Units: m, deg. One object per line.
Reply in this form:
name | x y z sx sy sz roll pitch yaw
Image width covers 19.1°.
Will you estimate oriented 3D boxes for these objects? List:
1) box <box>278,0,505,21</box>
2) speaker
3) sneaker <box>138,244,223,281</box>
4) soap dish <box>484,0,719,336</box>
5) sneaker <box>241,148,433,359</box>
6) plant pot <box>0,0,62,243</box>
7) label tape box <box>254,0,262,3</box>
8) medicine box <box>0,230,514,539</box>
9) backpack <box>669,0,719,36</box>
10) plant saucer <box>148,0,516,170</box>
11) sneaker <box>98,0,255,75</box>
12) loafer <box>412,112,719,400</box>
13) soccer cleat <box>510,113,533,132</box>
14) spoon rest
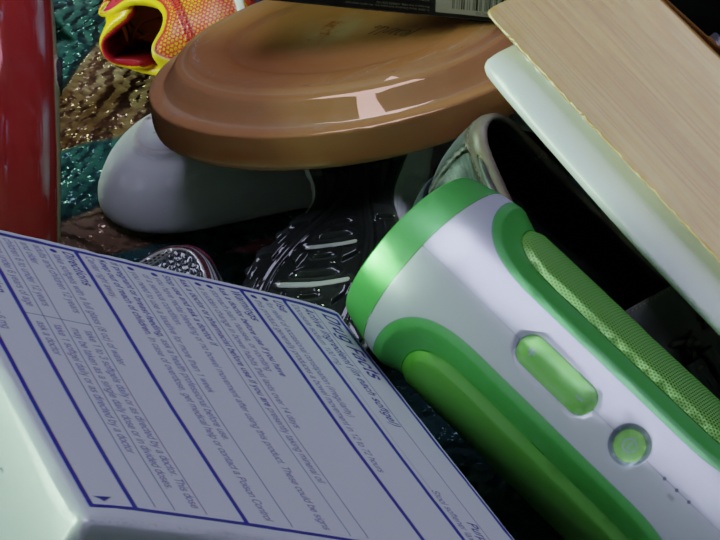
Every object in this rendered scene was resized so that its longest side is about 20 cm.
box | 0.028 -0.196 1.039 0.142 0.036 0.201 6 45 6
speaker | 0.088 0.057 0.828 0.200 0.089 0.088 44 53 16
sneaker | -0.115 0.049 0.915 0.080 0.075 0.200 14 39 21
soap dish | 0.156 -0.038 0.913 0.081 0.157 0.200 -46 60 12
sneaker | 0.000 0.000 0.970 0.073 0.080 0.201 -3 39 21
plant pot | -0.227 -0.054 0.967 0.181 0.202 0.201 -1 36 -11
label tape box | 0.025 -0.193 1.168 0.198 0.144 0.066 -17 38 -17
medicine box | -0.066 0.085 0.769 0.199 0.103 0.182 14 24 -36
backpack | 0.227 -0.148 1.060 0.146 0.184 0.200 -21 44 -21
plant saucer | -0.003 -0.101 1.014 0.198 0.033 0.201 -8 25 4
sneaker | -0.117 -0.151 1.173 0.077 0.073 0.200 -26 28 -11
loafer | 0.103 0.016 0.897 0.200 0.063 0.072 43 47 16
soccer cleat | 0.070 -0.106 1.104 0.198 0.078 0.069 15 40 23
spoon rest | -0.038 -0.060 1.082 0.198 0.061 0.100 -13 34 10
